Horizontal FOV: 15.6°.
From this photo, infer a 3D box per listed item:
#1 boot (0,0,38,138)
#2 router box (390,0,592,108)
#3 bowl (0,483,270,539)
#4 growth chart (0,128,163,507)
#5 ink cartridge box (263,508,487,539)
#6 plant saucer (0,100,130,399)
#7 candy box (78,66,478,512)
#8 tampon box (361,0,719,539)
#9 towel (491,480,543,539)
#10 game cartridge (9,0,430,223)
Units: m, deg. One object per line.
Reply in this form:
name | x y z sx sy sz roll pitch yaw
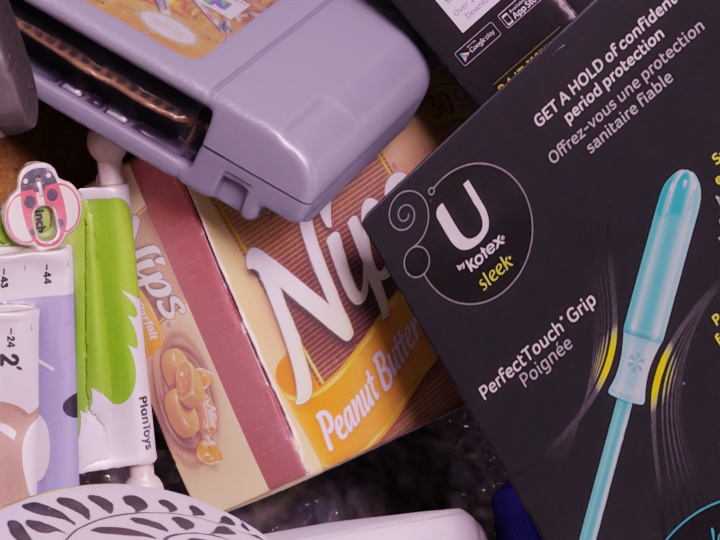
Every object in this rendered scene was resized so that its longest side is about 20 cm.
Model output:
boot | -0.195 -0.103 0.764 0.150 0.073 0.201 -25 84 1
router box | 0.044 -0.122 0.947 0.149 0.051 0.200 50 16 -1
bowl | -0.039 0.153 0.687 0.200 0.094 0.202 8 77 -36
growth chart | -0.142 0.049 0.783 0.199 0.018 0.146 -19 107 -35
ink cartridge box | -0.050 0.158 0.791 0.199 0.083 0.146 -6 85 -40
plant saucer | -0.146 -0.027 0.841 0.199 0.035 0.202 16 62 -32
candy box | 0.000 0.000 0.906 0.200 0.055 0.116 -20 84 -52
tampon box | 0.127 0.022 0.808 0.126 0.150 0.201 10 44 -55
towel | 0.085 0.175 0.872 0.049 0.148 0.201 -10 74 5
game cartridge | -0.078 -0.092 0.851 0.199 0.042 0.133 30 33 7
